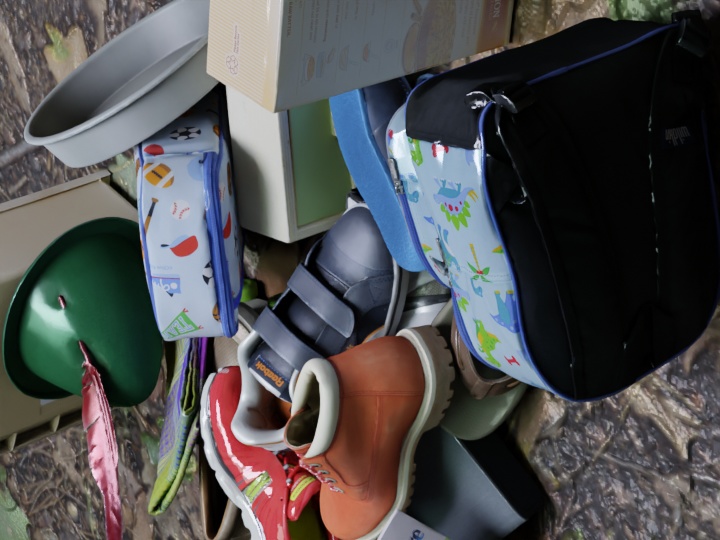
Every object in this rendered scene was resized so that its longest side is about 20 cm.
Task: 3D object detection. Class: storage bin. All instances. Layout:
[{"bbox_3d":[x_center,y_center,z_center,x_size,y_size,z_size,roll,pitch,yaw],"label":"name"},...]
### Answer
[{"bbox_3d":[-0.281,0.044,1.774,0.094,0.199,0.200,36,132,35],"label":"storage bin"}]

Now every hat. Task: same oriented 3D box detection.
[{"bbox_3d":[-0.182,0.083,1.685,0.176,0.165,0.201,36,129,36],"label":"hat"}]

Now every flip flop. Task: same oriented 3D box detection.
[{"bbox_3d":[0.094,0.042,1.365,0.081,0.058,0.201,29,130,-3],"label":"flip flop"}]

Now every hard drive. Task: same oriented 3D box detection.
[{"bbox_3d":[0.039,0.161,1.519,0.140,0.033,0.200,51,142,7],"label":"hard drive"}]

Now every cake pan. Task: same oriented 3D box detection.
[{"bbox_3d":[-0.164,-0.146,1.551,0.200,0.200,0.037,-3,128,54],"label":"cake pan"}]

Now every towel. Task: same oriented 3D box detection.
[{"bbox_3d":[-0.146,0.083,1.671,0.144,0.023,0.201,114,162,-48],"label":"towel"}]

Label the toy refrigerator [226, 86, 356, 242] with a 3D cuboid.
[{"bbox_3d":[-0.048,-0.129,1.487,0.070,0.076,0.202,18,119,48],"label":"toy refrigerator"}]

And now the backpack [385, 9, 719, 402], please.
[{"bbox_3d":[0.120,-0.036,1.217,0.147,0.182,0.202,13,122,57],"label":"backpack"}]

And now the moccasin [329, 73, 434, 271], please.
[{"bbox_3d":[0.030,-0.081,1.405,0.081,0.068,0.201,107,148,-55],"label":"moccasin"}]

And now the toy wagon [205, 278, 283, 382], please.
[{"bbox_3d":[-0.086,0.087,1.669,0.199,0.039,0.157,13,116,50],"label":"toy wagon"}]

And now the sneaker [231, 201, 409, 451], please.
[{"bbox_3d":[-0.030,0.045,1.432,0.078,0.079,0.201,38,120,34],"label":"sneaker"}]

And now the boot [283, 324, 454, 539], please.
[{"bbox_3d":[-0.013,0.121,1.415,0.075,0.106,0.201,56,144,36],"label":"boot"}]

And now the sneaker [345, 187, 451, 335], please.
[{"bbox_3d":[0.000,0.000,1.500,0.200,0.075,0.116,-14,86,47],"label":"sneaker"}]

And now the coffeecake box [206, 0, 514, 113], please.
[{"bbox_3d":[0.007,-0.201,1.272,0.073,0.199,0.155,33,130,40],"label":"coffeecake box"}]

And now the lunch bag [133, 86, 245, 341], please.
[{"bbox_3d":[-0.125,-0.043,1.561,0.200,0.075,0.161,-91,-6,-64],"label":"lunch bag"}]

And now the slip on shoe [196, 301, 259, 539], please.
[{"bbox_3d":[-0.101,0.125,1.620,0.076,0.060,0.202,29,128,43],"label":"slip on shoe"}]

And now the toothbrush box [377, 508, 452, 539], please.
[{"bbox_3d":[0.074,0.282,1.433,0.199,0.086,0.146,30,135,5],"label":"toothbrush box"}]

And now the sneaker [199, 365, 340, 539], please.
[{"bbox_3d":[-0.053,0.159,1.531,0.085,0.077,0.201,-31,80,55],"label":"sneaker"}]
